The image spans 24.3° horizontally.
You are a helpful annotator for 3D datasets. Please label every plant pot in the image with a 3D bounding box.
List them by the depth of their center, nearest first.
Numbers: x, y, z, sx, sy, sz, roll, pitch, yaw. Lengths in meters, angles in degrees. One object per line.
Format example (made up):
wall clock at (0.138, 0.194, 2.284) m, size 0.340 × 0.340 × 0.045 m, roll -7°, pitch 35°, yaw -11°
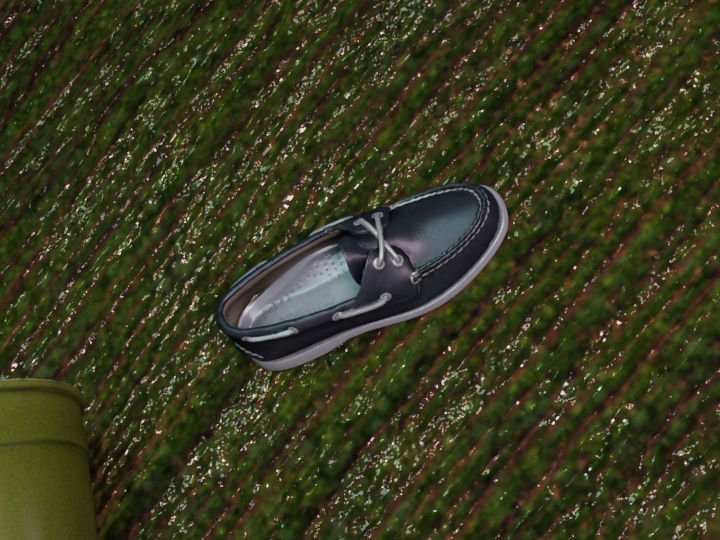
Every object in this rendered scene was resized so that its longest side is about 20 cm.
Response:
plant pot at (-0.245, 0.197, 1.048) m, size 0.199 × 0.200 × 0.194 m, roll -24°, pitch 71°, yaw 16°

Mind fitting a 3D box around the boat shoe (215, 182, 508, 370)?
boat shoe at (0.000, 0.000, 1.071) m, size 0.199 × 0.060 × 0.076 m, roll -33°, pitch 57°, yaw 11°
